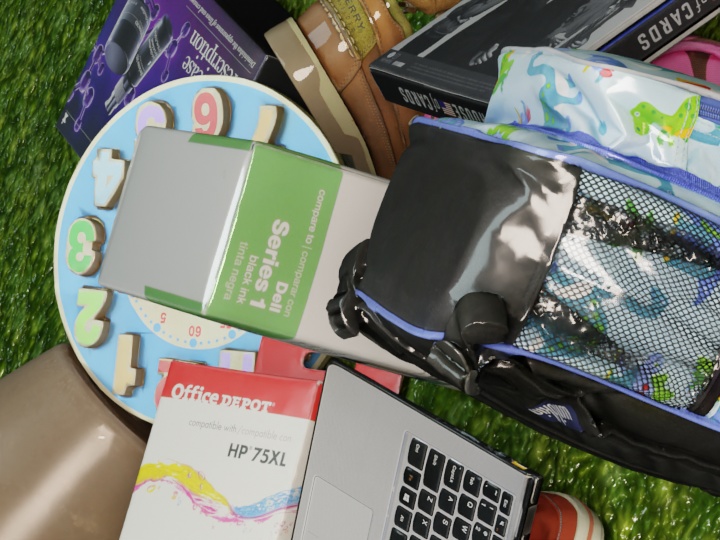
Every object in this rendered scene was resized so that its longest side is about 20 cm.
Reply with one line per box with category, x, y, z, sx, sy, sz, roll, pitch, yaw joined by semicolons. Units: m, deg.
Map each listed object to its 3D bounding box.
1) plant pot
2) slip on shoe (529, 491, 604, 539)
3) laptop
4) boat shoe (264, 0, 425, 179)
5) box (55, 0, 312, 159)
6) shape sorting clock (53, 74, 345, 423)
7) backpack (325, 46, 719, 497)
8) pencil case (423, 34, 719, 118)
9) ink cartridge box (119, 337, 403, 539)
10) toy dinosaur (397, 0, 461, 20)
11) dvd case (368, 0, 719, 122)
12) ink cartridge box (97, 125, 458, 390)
plant pot;-0.191;0.140;1.635;0.175;0.200;0.200;-47;29;6
slip on shoe;0.046;0.126;1.287;0.200;0.061;0.074;10;78;63
laptop;0.004;0.170;1.208;0.200;0.116;0.188;29;117;36
boat shoe;0.018;-0.076;1.404;0.068;0.200;0.072;-32;65;2
box;-0.093;-0.096;1.682;0.141;0.079;0.200;-65;33;16
shape sorting clock;-0.089;-0.010;1.565;0.199;0.039;0.201;0;90;29
backpack;0.117;0.003;1.071;0.147;0.200;0.183;-65;17;-2
pencil case;0.099;-0.062;1.291;0.200;0.091;0.094;7;79;67
ink cartridge box;-0.056;0.116;1.452;0.116;0.067;0.201;5;75;43
toy dinosaur;0.044;-0.158;1.387;0.200;0.106;0.061;79;-170;-70
dvd case;0.115;-0.128;1.250;0.200;0.025;0.150;-35;22;-13
ink cartridge box;0.000;0.000;1.312;0.146;0.200;0.085;13;86;65
